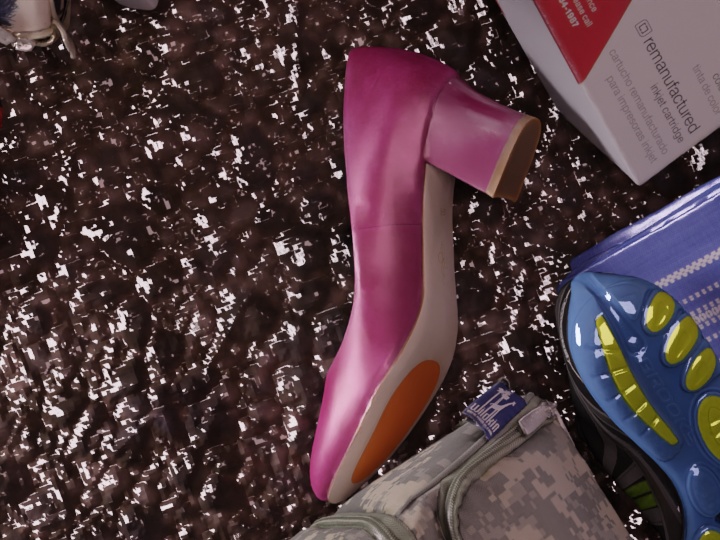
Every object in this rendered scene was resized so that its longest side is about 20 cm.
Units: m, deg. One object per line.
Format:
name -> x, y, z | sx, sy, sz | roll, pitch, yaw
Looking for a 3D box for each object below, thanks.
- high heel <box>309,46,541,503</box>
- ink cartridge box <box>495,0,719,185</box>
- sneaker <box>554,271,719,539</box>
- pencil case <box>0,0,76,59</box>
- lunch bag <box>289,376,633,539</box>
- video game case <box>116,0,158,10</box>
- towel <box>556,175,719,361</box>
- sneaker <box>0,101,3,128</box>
high heel -> 0.000, 0.000, 1.120 | 0.096, 0.067, 0.200 | 26, 98, 22
ink cartridge box -> 0.155, -0.160, 1.080 | 0.200, 0.083, 0.146 | -36, 127, -3
sneaker -> 0.143, 0.081, 1.086 | 0.071, 0.083, 0.200 | -30, 109, -3
pencil case -> -0.226, -0.128, 1.099 | 0.199, 0.078, 0.090 | -9, 63, -3
lunch bag -> 0.057, 0.169, 1.078 | 0.168, 0.139, 0.200 | -33, 90, -19
video game case -> -0.099, -0.224, 1.043 | 0.023, 0.200, 0.182 | 13, 82, 16
towel -> 0.187, 0.056, 1.095 | 0.145, 0.024, 0.200 | -32, 90, 41
sneaker -> -0.256, -0.032, 1.099 | 0.200, 0.071, 0.098 | -5, 86, -4
